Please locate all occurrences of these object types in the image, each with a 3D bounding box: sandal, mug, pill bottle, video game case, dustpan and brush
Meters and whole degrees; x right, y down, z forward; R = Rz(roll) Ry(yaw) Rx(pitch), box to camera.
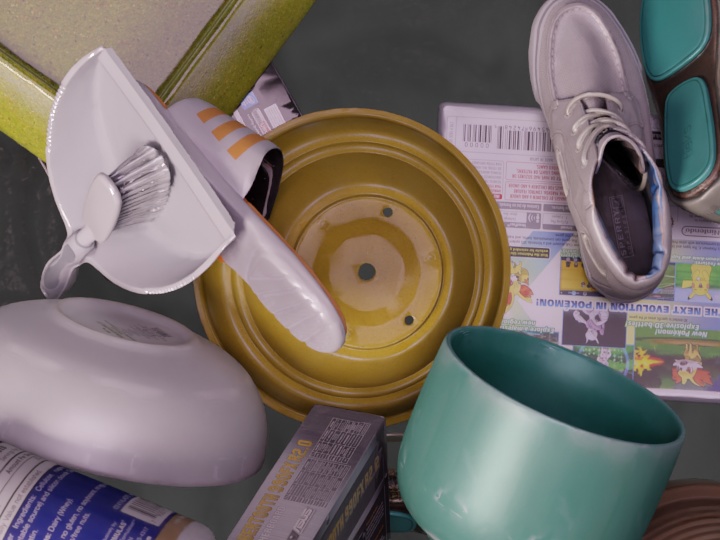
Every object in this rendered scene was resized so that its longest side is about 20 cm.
[{"bbox_3d":[-0.061,-0.037,1.371,0.059,0.079,0.207,-34,68,-22],"label":"sandal"},{"bbox_3d":[0.104,0.114,1.385,0.152,0.185,0.115,26,105,18],"label":"mug"},{"bbox_3d":[-0.188,0.157,1.282,0.200,0.116,0.116,21,84,9],"label":"pill bottle"},{"bbox_3d":[0.144,-0.011,1.504,0.200,0.022,0.183,3,84,-2],"label":"video game case"},{"bbox_3d":[-0.152,-0.029,1.402,0.057,0.200,0.140,-32,82,-24],"label":"dustpan and brush"}]

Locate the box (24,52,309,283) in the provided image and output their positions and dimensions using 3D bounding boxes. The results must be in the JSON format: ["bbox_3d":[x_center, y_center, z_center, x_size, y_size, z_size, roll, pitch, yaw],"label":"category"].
[{"bbox_3d":[-0.139,-0.116,1.492,0.160,0.049,0.200,-30,86,-7],"label":"box"}]

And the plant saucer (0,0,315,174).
[{"bbox_3d":[-0.155,-0.163,1.449,0.200,0.048,0.200,36,84,1],"label":"plant saucer"}]

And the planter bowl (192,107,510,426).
[{"bbox_3d":[0.000,0.000,1.432,0.200,0.083,0.201,0,91,-7],"label":"planter bowl"}]

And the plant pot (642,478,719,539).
[{"bbox_3d":[0.211,0.231,1.423,0.200,0.093,0.201,-1,94,-16],"label":"plant pot"}]

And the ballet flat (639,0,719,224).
[{"bbox_3d":[0.217,-0.114,1.487,0.064,0.067,0.200,25,49,-35],"label":"ballet flat"}]

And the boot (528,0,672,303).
[{"bbox_3d":[0.154,-0.082,1.452,0.073,0.096,0.200,-14,85,-4],"label":"boot"}]

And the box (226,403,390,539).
[{"bbox_3d":[-0.037,0.198,1.354,0.048,0.200,0.159,8,124,18],"label":"box"}]

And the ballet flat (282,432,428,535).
[{"bbox_3d":[0.046,0.139,1.471,0.200,0.068,0.075,15,64,1],"label":"ballet flat"}]

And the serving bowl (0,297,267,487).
[{"bbox_3d":[-0.146,0.060,1.394,0.200,0.200,0.066,16,101,0],"label":"serving bowl"}]
